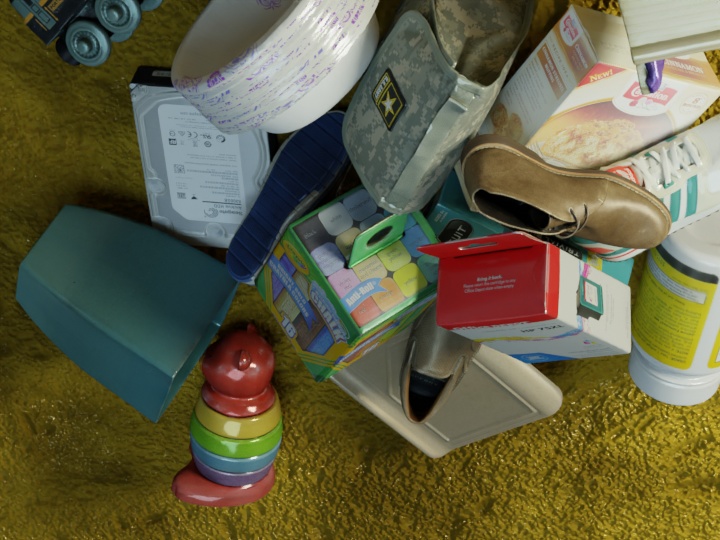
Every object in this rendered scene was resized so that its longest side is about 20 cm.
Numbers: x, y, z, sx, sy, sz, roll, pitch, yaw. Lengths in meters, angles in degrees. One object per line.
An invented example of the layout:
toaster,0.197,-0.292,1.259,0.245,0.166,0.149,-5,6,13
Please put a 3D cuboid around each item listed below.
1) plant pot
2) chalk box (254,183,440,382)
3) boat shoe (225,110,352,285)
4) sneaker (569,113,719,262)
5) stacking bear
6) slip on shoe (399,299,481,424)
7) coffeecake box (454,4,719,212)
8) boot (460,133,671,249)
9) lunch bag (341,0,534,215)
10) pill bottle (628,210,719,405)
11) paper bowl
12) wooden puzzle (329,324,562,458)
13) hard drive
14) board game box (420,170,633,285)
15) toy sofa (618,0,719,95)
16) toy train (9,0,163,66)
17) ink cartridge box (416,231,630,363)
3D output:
plant pot,-0.252,0.031,1.663,0.200,0.141,0.141,32,151,0
chalk box,0.000,0.000,1.481,0.124,0.124,0.200,57,156,8
boat shoe,-0.057,-0.072,1.584,0.200,0.072,0.072,-52,148,16
sneaker,0.267,-0.078,1.421,0.200,0.071,0.093,-36,151,28
stacking bear,-0.142,0.156,1.786,0.113,0.122,0.201,12,124,6
slip on shoe,0.078,0.080,1.595,0.076,0.061,0.200,21,140,-2
coffeecake box,0.201,-0.133,1.439,0.153,0.073,0.200,7,139,-34
boot,0.178,-0.048,1.365,0.199,0.076,0.074,17,127,-15
lunch bag,0.064,-0.166,1.400,0.117,0.200,0.164,25,131,-9
pill bottle,0.328,0.031,1.563,0.114,0.114,0.200,11,131,4
paper bowl,-0.063,-0.202,1.399,0.200,0.201,0.104,-28,121,31
wooden puzzle,0.089,0.116,1.708,0.185,0.037,0.200,39,136,-22
hard drive,-0.152,-0.110,1.607,0.139,0.038,0.200,5,131,9
board game box,0.142,-0.001,1.554,0.199,0.047,0.151,25,146,-7
toy sofa,0.265,-0.232,1.299,0.083,0.200,0.098,-9,121,19
toy train,-0.236,-0.274,1.461,0.114,0.085,0.200,44,126,-11
ink cartridge box,0.147,0.027,1.425,0.116,0.068,0.200,-9,160,36
